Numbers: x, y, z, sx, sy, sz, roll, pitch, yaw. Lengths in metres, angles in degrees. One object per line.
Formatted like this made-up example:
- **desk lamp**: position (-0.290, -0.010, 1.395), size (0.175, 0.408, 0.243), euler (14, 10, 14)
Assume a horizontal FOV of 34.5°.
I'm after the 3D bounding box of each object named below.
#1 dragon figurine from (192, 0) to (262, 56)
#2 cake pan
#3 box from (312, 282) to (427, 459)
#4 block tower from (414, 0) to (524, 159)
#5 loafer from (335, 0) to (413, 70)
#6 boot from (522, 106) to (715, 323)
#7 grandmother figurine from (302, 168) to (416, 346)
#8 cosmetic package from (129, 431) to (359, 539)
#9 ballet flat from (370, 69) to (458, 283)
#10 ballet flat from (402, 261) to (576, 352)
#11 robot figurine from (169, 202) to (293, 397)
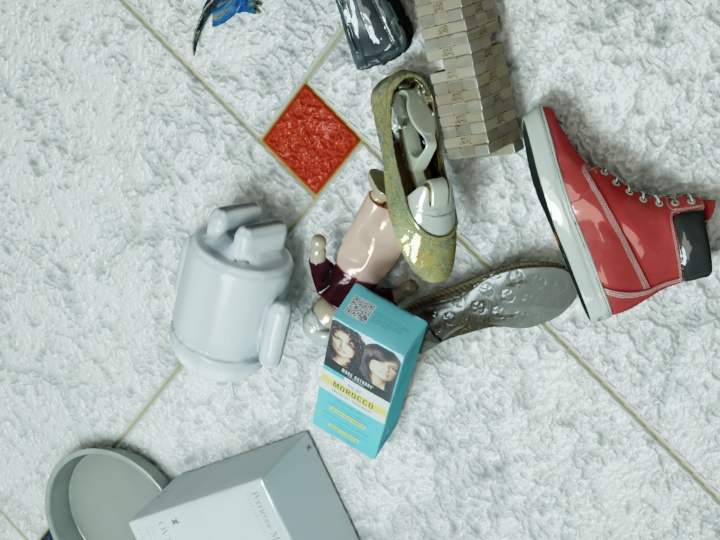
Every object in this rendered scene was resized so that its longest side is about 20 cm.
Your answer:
- **dragon figurine**: position (-0.124, -0.272, 1.111), size (0.198, 0.099, 0.060), euler (-26, 96, 32)
- **cake pan**: position (-0.295, 0.304, 1.420), size (0.197, 0.037, 0.204), euler (8, 111, 21)
- **box**: position (0.006, 0.106, 1.165), size (0.081, 0.049, 0.202), euler (28, 144, 13)
- **block tower**: position (0.095, -0.199, 1.059), size (0.053, 0.057, 0.204), euler (-1, 109, 44)
- **loafer**: position (-0.020, -0.284, 1.080), size (0.069, 0.068, 0.203), euler (-23, 101, 19)
- **boot**: position (0.236, -0.072, 1.050), size (0.142, 0.072, 0.203), euler (-23, 83, 6)
- **grandmother figurine**: position (0.000, 0.000, 1.177), size (0.120, 0.061, 0.201), euler (30, 120, -5)
- **cosmetic package**: position (-0.117, 0.318, 1.300), size (0.198, 0.123, 0.202), euler (-23, 98, 27)
- **ballet flat**: position (0.056, -0.092, 1.083), size (0.070, 0.070, 0.204), euler (-18, 79, 28)
- **ballet flat**: position (0.119, 0.032, 1.138), size (0.197, 0.046, 0.068), euler (-21, 109, 24)
- **robot figurine**: position (-0.136, 0.032, 1.214), size (0.169, 0.112, 0.203), euler (37, 121, 35)
